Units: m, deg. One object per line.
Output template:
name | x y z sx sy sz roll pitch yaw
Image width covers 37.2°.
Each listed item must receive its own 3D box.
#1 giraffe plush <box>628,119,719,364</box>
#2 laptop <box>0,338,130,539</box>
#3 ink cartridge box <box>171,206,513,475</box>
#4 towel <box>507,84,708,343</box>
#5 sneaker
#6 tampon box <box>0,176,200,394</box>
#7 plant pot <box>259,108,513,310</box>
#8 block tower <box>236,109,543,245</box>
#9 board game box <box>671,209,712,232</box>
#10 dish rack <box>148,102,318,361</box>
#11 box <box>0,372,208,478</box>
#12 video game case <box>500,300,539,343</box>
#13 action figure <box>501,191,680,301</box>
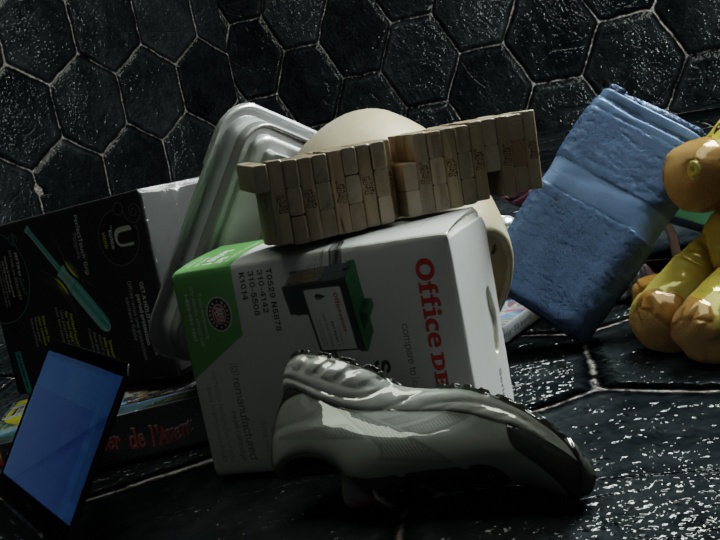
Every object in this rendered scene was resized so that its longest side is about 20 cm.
giraffe plush | 0.287 -0.040 0.792 0.197 0.165 0.172 -15 10 -15
laptop | -0.255 0.130 0.690 0.197 0.105 0.176 -18 11 -30
ink cartridge box | -0.009 0.049 0.715 0.196 0.149 0.084 -9 10 22
towel | 0.194 -0.047 0.879 0.111 0.201 0.049 33 -5 23
sneaker | 0.037 0.105 0.609 0.197 0.081 0.074 8 -22 27
tampon box | -0.204 0.013 0.927 0.197 0.153 0.126 -9 5 33
plant pot | 0.039 -0.009 0.818 0.133 0.204 0.198 24 32 39
block tower | 0.021 -0.061 0.711 0.196 0.059 0.054 -12 8 -17
board game box | 0.331 -0.062 1.035 0.149 0.046 0.200 15 6 -12
dish rack | -0.066 -0.013 0.836 0.043 0.203 0.170 24 5 39
box | -0.195 0.119 0.869 0.196 0.038 0.137 -13 10 -4
video game case | 0.056 0.064 0.928 0.141 0.018 0.199 -5 13 34
action figure | 0.186 -0.041 1.017 0.146 0.137 0.200 -14 13 -18
